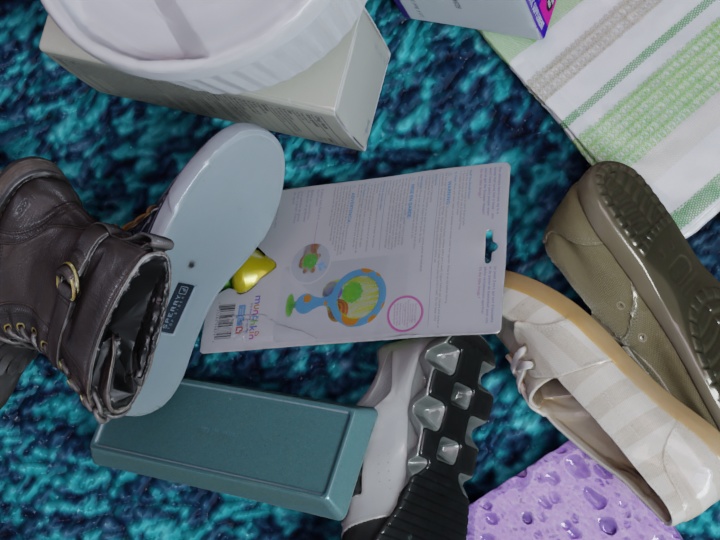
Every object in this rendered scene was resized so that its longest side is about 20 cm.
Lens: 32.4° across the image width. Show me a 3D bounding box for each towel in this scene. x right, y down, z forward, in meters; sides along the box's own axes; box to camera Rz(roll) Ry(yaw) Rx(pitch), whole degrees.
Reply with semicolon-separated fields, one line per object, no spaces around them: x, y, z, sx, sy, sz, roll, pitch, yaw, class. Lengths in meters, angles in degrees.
0.187;-0.131;0.785;0.149;0.031;0.200;-39;75;2;towel

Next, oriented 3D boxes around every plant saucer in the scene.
-0.086;0.101;0.770;0.199;0.019;0.070;6;67;32;plant saucer

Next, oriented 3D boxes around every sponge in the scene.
0.096;0.191;0.758;0.200;0.030;0.112;-33;77;7;sponge

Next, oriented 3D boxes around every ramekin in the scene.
-0.079;-0.193;0.698;0.202;0.094;0.203;-3;80;16;ramekin

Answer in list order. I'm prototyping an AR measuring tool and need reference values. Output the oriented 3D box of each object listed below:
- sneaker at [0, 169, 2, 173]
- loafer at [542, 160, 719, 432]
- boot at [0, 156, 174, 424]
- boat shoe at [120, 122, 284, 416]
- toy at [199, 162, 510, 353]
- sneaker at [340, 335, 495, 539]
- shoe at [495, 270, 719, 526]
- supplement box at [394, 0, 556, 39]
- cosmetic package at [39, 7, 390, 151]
-0.312;0.016;0.806;0.199;0.130;0.079;-27;42;-26;sneaker
0.180;0.029;0.743;0.067;0.076;0.200;-32;87;48;loafer
-0.187;0.039;0.743;0.174;0.069;0.201;38;115;43;boot
-0.125;-0.015;0.780;0.091;0.071;0.201;41;106;46;boat shoe
0.000;0.000;0.786;0.199;0.047;0.116;-4;63;20;toy
0.018;0.133;0.754;0.088;0.074;0.201;-3;60;46;sneaker
0.130;0.070;0.725;0.053;0.070;0.200;-39;57;-15;shoe
0.088;-0.260;0.766;0.103;0.101;0.201;14;81;21;supplement box
-0.091;-0.141;0.799;0.199;0.104;0.073;13;85;11;cosmetic package
